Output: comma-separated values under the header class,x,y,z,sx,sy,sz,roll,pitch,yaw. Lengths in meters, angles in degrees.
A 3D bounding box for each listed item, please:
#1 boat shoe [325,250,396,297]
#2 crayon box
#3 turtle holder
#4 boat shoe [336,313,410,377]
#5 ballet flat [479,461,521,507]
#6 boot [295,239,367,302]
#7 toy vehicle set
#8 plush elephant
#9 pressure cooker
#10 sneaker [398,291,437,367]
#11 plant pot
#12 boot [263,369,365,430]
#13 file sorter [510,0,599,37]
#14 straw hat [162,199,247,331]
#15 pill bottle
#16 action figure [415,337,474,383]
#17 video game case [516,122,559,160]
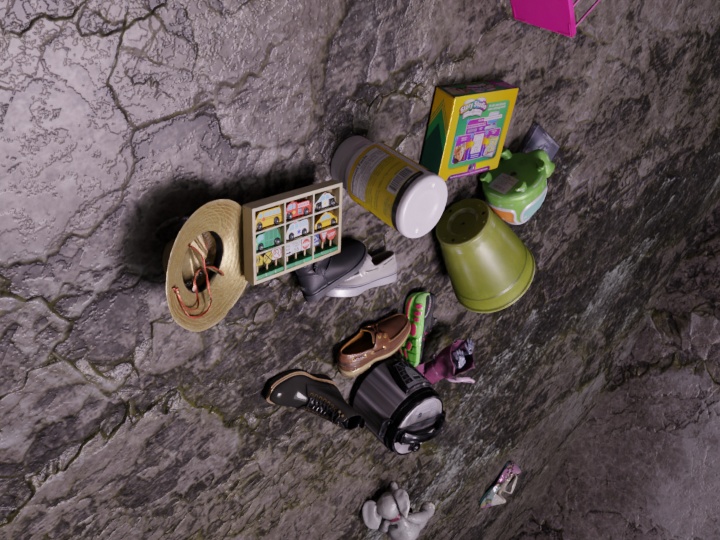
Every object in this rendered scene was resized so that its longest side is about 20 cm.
class,x,y,z,sx,sy,sz,roll,pitch,yaw
boat shoe,0.000,0.000,1.456,0.197,0.070,0.072,-15,113,-41
crayon box,0.216,-0.281,1.477,0.197,0.058,0.176,-18,129,-40
turtle holder,0.348,-0.191,1.639,0.133,0.138,0.188,67,35,-43
boat shoe,0.031,0.152,1.601,0.198,0.072,0.068,-33,141,-23
ballet flat,0.502,0.777,2.624,0.202,0.071,0.069,-54,145,0
boot,-0.068,-0.064,1.335,0.165,0.065,0.203,-43,136,-27
toy vehicle set,-0.108,-0.066,1.212,0.198,0.026,0.127,-23,123,-43
plush elephant,0.096,0.662,2.033,0.158,0.161,0.200,69,20,-10
pressure cooker,0.096,0.320,1.699,0.175,0.199,0.180,-41,142,-12
sneaker,0.140,0.140,1.710,0.082,0.077,0.204,-15,130,-35
plant pot,0.259,-0.046,1.618,0.201,0.199,0.194,-47,132,-9
boot,-0.087,0.272,1.507,0.197,0.138,0.079,4,117,-48
file sorter,0.354,-0.562,1.345,0.126,0.138,0.201,-48,143,-13
straw hat,-0.255,-0.018,1.130,0.200,0.084,0.206,-32,130,-49
pill bottle,0.044,-0.150,1.269,0.113,0.199,0.116,-27,136,-30
action figure,0.193,0.243,1.791,0.132,0.152,0.199,18,137,-43
video game case,0.389,-0.231,1.745,0.142,0.019,0.203,19,104,-53
